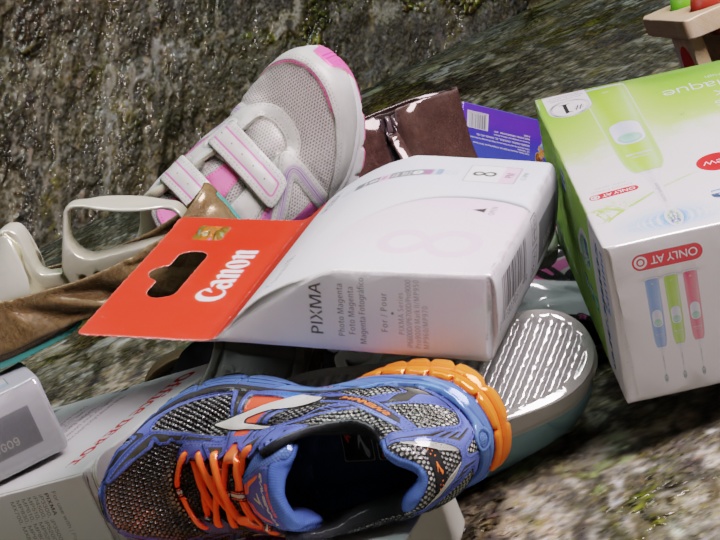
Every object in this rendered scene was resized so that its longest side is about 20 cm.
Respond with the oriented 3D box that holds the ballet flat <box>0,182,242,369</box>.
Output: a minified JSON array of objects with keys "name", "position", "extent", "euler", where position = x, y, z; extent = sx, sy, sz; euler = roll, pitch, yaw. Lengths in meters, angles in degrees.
[{"name":"ballet flat","position":[-0.154,0.000,1.190],"extent":[0.199,0.073,0.068],"euler":[-18,17,12]}]

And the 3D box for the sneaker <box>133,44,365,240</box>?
[{"name":"sneaker","position":[-0.071,-0.039,1.242],"extent":[0.088,0.081,0.201],"euler":[-6,-48,-59]}]

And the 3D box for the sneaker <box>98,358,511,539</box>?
[{"name":"sneaker","position":[-0.036,0.086,0.975],"extent":[0.199,0.076,0.078],"euler":[-16,11,26]}]

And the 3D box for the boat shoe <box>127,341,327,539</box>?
[{"name":"boat shoe","position":[-0.057,0.082,1.137],"extent":[0.072,0.201,0.068],"euler":[17,-20,18]}]

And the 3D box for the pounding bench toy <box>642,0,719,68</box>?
[{"name":"pounding bench toy","position":[0.267,-0.134,1.451],"extent":[0.124,0.157,0.200],"euler":[-23,9,-2]}]

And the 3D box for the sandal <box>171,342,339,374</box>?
[{"name":"sandal","position":[-0.034,0.067,1.232],"extent":[0.199,0.077,0.043],"euler":[-8,-18,36]}]

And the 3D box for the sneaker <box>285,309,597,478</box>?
[{"name":"sneaker","position":[0.023,0.086,1.077],"extent":[0.199,0.074,0.082],"euler":[-15,-33,-3]}]

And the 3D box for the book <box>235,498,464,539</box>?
[{"name":"book","position":[-0.061,0.149,0.984],"extent":[0.199,0.048,0.134],"euler":[-19,8,17]}]

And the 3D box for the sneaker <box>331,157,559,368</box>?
[{"name":"sneaker","position":[0.034,0.042,1.144],"extent":[0.201,0.081,0.075],"euler":[-61,-7,-10]}]

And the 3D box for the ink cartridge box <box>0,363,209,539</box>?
[{"name":"ink cartridge box","position":[-0.163,0.132,1.214],"extent":[0.199,0.083,0.147],"euler":[-17,13,36]}]

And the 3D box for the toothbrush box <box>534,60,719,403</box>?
[{"name":"toothbrush box","position":[0.176,-0.029,1.081],"extent":[0.145,0.087,0.200],"euler":[-12,25,1]}]

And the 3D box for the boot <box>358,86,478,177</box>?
[{"name":"boot","position":[0.000,0.000,1.303],"extent":[0.199,0.167,0.072],"euler":[-25,9,-10]}]

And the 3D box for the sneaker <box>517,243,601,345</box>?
[{"name":"sneaker","position":[0.053,-0.009,1.245],"extent":[0.199,0.087,0.080],"euler":[6,-18,-7]}]

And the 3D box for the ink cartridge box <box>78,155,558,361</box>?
[{"name":"ink cartridge box","position":[-0.016,-0.012,1.054],"extent":[0.199,0.057,0.163],"euler":[7,23,13]}]

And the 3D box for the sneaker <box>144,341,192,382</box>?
[{"name":"sneaker","position":[-0.037,0.049,1.405],"extent":[0.199,0.067,0.090],"euler":[-15,20,9]}]

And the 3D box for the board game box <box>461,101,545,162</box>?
[{"name":"board game box","position":[0.105,-0.062,1.481],"extent":[0.199,0.045,0.134],"euler":[10,-12,-34]}]

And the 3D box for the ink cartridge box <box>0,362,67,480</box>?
[{"name":"ink cartridge box","position":[-0.255,0.100,1.220],"extent":[0.160,0.047,0.200],"euler":[-27,12,-12]}]
